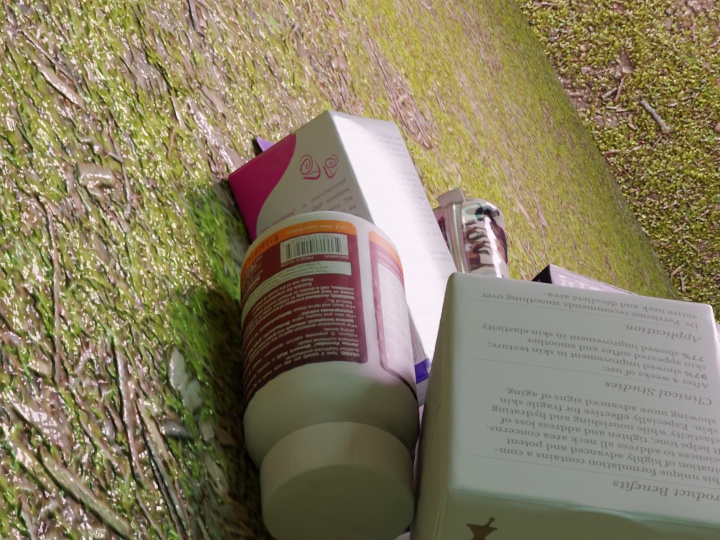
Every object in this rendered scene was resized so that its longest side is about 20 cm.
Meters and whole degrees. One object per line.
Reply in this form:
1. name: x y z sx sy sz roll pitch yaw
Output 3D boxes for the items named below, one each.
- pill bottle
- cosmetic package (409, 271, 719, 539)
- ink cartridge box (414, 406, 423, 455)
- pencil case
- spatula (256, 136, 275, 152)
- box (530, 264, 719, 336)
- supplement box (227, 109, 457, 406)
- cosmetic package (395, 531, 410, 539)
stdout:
1. pill bottle: -0.019 0.068 1.052 0.110 0.109 0.201 50 24 -40
2. cosmetic package: 0.116 0.131 0.973 0.201 0.165 0.168 -83 -178 -56
3. ink cartridge box: 0.117 0.120 1.409 0.198 0.043 0.201 39 49 -24
4. pencil case: 0.087 0.038 1.304 0.090 0.077 0.202 84 -1 -56
5. spatula: -0.036 -0.016 1.297 0.056 0.020 0.202 19 48 -52
6. box: 0.216 0.095 1.275 0.198 0.044 0.161 18 47 -29
7. supplement box: 0.000 0.000 1.213 0.103 0.101 0.202 0 64 -58
8. cosmetic package: 0.074 0.243 1.050 0.072 0.101 0.201 56 18 -31
